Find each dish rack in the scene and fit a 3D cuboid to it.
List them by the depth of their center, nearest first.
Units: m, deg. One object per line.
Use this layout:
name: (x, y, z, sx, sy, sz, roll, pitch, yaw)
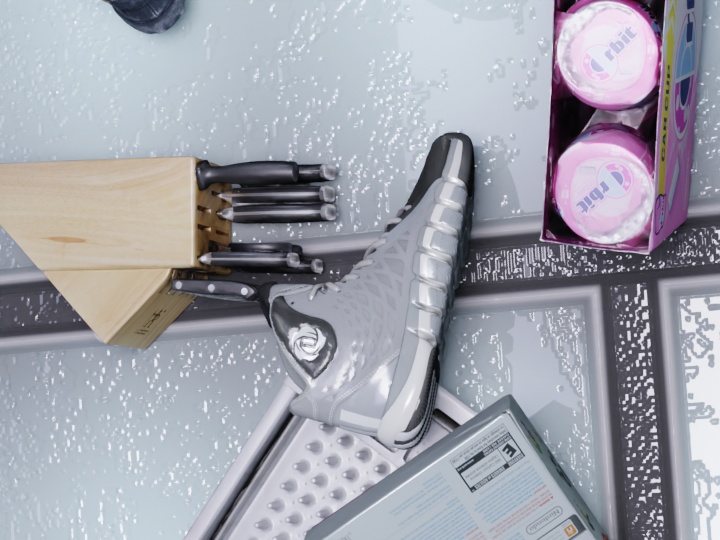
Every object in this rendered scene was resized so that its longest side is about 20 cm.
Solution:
dish rack: (0.000, 0.154, 1.212, 0.171, 0.044, 0.201, 35, 96, 17)

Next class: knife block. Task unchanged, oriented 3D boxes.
knife block: (-0.120, -0.045, 1.259, 0.176, 0.064, 0.200, -46, 73, 8)

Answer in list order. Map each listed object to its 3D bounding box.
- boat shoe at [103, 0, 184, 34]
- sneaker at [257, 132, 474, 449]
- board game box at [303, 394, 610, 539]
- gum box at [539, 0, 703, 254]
boat shoe: (-0.175, -0.234, 1.296, 0.071, 0.091, 0.201, -34, 49, 12)
sneaker: (0.000, 0.000, 1.179, 0.115, 0.075, 0.201, 9, 64, 9)
board game box: (0.081, 0.196, 1.135, 0.147, 0.064, 0.201, -34, 92, 6)
gum box: (0.150, -0.120, 1.126, 0.066, 0.113, 0.202, 6, 102, 18)
